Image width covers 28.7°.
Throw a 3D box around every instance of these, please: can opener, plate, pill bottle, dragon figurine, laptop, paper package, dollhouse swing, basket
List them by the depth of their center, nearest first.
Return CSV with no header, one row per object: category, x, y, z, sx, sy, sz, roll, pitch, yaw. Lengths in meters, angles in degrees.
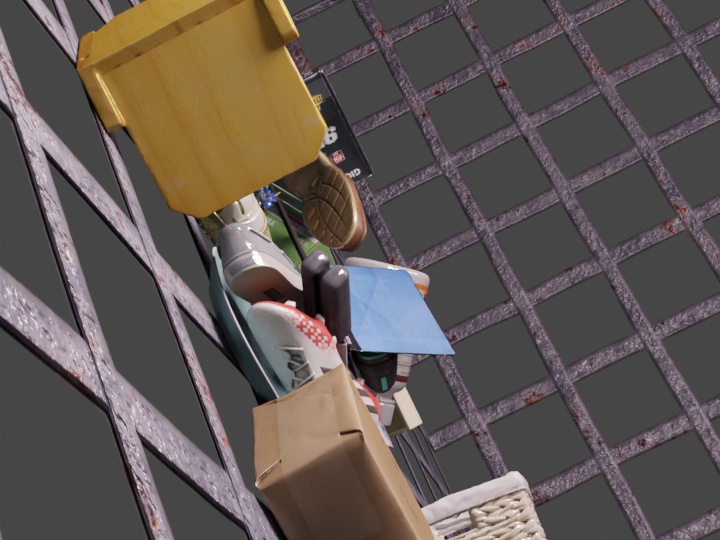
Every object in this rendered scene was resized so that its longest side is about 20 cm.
paper package,-0.009,0.214,1.269,0.200,0.103,0.191,62,2,-16
dollhouse swing,-0.144,-0.179,1.375,0.176,0.200,0.182,61,3,-25
can opener,-0.045,0.060,1.446,0.053,0.067,0.200,37,-25,22
plate,-0.114,0.070,1.449,0.200,0.026,0.200,63,4,-7
laptop,0.000,0.000,1.614,0.187,0.116,0.200,-119,-176,-54
dragon figurine,-0.144,-0.092,1.619,0.059,0.099,0.200,63,3,-15
basket,0.131,0.351,1.665,0.200,0.198,0.161,54,14,-75
pill bottle,0.014,0.091,1.800,0.114,0.114,0.200,38,65,-83

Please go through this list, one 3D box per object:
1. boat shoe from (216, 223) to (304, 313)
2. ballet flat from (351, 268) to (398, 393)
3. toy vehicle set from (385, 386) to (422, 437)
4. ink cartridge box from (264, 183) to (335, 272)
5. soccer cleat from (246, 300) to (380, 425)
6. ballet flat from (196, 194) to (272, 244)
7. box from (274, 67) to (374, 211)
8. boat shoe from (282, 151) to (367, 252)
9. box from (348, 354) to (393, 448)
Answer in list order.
boat shoe,-0.095,0.003,1.452,0.201,0.070,0.072,51,16,-67
ballet flat,0.008,0.077,1.682,0.200,0.068,0.068,-99,174,-57
toy vehicle set,-0.006,0.139,1.916,0.027,0.124,0.200,-25,88,-44
ink cartridge box,-0.089,-0.020,1.803,0.104,0.059,0.200,34,-22,33
soccer cleat,-0.048,0.111,1.404,0.200,0.069,0.085,52,38,-31
ballet flat,-0.151,-0.086,1.485,0.200,0.071,0.071,52,4,-5
box,-0.106,-0.156,1.877,0.159,0.200,0.046,63,0,-16
boat shoe,-0.027,-0.079,1.614,0.068,0.072,0.200,29,16,-31
box,-0.015,0.141,1.630,0.200,0.041,0.119,63,2,11
